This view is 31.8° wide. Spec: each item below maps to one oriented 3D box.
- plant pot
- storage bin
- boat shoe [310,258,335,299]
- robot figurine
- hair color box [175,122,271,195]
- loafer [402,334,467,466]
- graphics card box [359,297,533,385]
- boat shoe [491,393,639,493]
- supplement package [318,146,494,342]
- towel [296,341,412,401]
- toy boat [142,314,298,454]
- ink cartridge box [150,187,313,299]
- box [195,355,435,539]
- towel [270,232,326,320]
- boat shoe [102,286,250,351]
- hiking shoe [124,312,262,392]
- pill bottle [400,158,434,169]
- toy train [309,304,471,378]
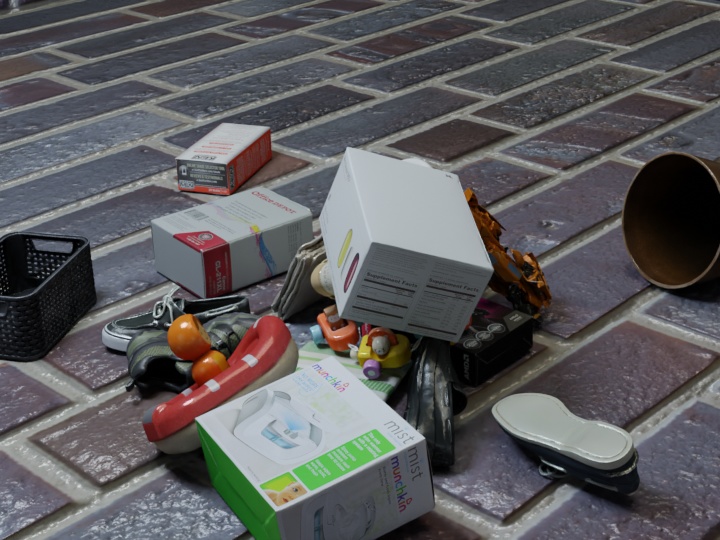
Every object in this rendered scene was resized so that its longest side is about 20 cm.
[{"bbox_3d":[0.509,-0.071,1.805,0.198,0.189,0.186,-1,21,-36],"label":"plant pot"},{"bbox_3d":[-0.458,0.031,1.714,0.133,0.095,0.200,5,25,14],"label":"storage bin"},{"bbox_3d":[0.000,0.000,1.631,0.068,0.075,0.199,-10,-4,26],"label":"boat shoe"},{"bbox_3d":[0.186,-0.013,1.668,0.058,0.200,0.146,-35,37,18],"label":"robot figurine"},{"bbox_3d":[-0.237,-0.198,2.222,0.100,0.062,0.200,7,26,18],"label":"hair color box"},{"bbox_3d":[0.088,0.143,1.450,0.069,0.069,0.202,15,44,-2],"label":"loafer"},{"bbox_3d":[0.110,0.074,1.638,0.199,0.051,0.125,22,35,39],"label":"graphics card box"},{"bbox_3d":[0.223,0.187,1.375,0.075,0.062,0.199,-39,32,-29],"label":"boat shoe"},{"bbox_3d":[0.048,-0.033,1.496,0.154,0.112,0.201,13,33,-19],"label":"supplement package"},{"bbox_3d":[-0.038,0.147,1.528,0.151,0.024,0.200,8,26,18],"label":"towel"},{"bbox_3d":[-0.170,0.108,1.426,0.199,0.132,0.130,-34,4,-27],"label":"toy boat"},{"bbox_3d":[-0.186,-0.043,1.863,0.198,0.084,0.145,-20,30,-34],"label":"ink cartridge box"},{"bbox_3d":[-0.048,0.201,1.310,0.175,0.098,0.200,-23,31,-21],"label":"box"},{"bbox_3d":[-0.039,-0.014,1.745,0.034,0.133,0.199,43,42,17],"label":"towel"},{"bbox_3d":[-0.242,0.063,1.661,0.196,0.069,0.074,-1,25,1],"label":"boat shoe"},{"bbox_3d":[-0.192,0.115,1.562,0.197,0.076,0.101,-11,34,0],"label":"hiking shoe"},{"bbox_3d":[0.104,-0.059,1.744,0.110,0.200,0.112,-19,54,28],"label":"pill bottle"},{"bbox_3d":[0.036,0.057,1.578,0.198,0.056,0.151,-20,36,-5],"label":"toy train"}]
